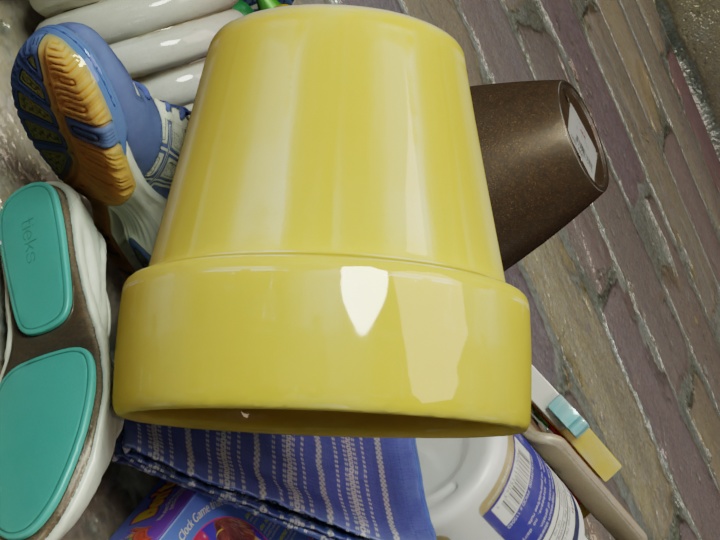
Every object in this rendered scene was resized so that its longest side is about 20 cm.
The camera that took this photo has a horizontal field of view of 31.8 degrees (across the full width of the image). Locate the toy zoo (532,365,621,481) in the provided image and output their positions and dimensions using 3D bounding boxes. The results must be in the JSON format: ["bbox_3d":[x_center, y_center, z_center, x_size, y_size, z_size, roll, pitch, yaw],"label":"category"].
[{"bbox_3d":[0.144,0.101,1.041,0.131,0.020,0.200,48,0,-16],"label":"toy zoo"}]

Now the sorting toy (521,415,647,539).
[{"bbox_3d":[0.139,0.138,1.058,0.185,0.036,0.200,48,-1,-38],"label":"sorting toy"}]

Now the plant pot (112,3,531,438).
[{"bbox_3d":[-0.014,-0.018,0.619,0.200,0.200,0.190,20,71,-58],"label":"plant pot"}]

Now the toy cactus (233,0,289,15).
[{"bbox_3d":[-0.103,-0.200,0.850,0.164,0.102,0.201,-4,73,-29],"label":"toy cactus"}]

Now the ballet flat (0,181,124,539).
[{"bbox_3d":[-0.146,0.048,0.634,0.069,0.069,0.201,35,39,-50],"label":"ballet flat"}]

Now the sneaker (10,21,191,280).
[{"bbox_3d":[-0.114,-0.067,0.675,0.088,0.075,0.200,-48,148,-22],"label":"sneaker"}]

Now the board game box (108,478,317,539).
[{"bbox_3d":[-0.068,0.171,0.710,0.135,0.045,0.200,63,26,-12],"label":"board game box"}]

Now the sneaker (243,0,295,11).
[{"bbox_3d":[-0.057,-0.271,0.959,0.085,0.077,0.201,-14,116,-74],"label":"sneaker"}]

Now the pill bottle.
[{"bbox_3d":[0.096,0.186,0.936,0.200,0.119,0.120,49,32,-37],"label":"pill bottle"}]

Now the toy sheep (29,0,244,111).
[{"bbox_3d":[-0.129,-0.143,0.735,0.138,0.137,0.201,-47,127,-62],"label":"toy sheep"}]

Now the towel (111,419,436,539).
[{"bbox_3d":[-0.046,0.087,0.727,0.199,0.024,0.145,25,31,-23],"label":"towel"}]

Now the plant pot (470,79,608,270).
[{"bbox_3d":[0.091,-0.071,1.021,0.187,0.199,0.188,43,37,-43],"label":"plant pot"}]
